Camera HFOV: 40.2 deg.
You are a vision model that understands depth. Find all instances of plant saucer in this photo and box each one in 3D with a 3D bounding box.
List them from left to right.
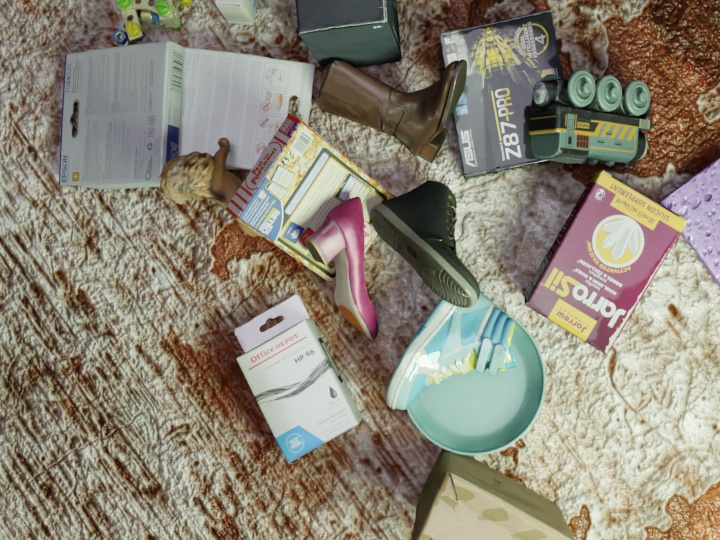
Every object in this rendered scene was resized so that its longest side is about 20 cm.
[{"bbox_3d":[0.153,0.149,1.342,0.195,0.036,0.205,-2,79,8],"label":"plant saucer"}]

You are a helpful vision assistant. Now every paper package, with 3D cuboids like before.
[{"bbox_3d":[0.168,0.325,1.262,0.188,0.200,0.105,27,91,6],"label":"paper package"}]

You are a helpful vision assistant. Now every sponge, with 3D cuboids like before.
[{"bbox_3d":[0.506,-0.044,1.326,0.111,0.030,0.202,-35,85,5],"label":"sponge"}]

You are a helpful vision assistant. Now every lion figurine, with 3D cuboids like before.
[{"bbox_3d":[-0.173,-0.100,1.330,0.198,0.123,0.073,32,127,-12],"label":"lion figurine"}]

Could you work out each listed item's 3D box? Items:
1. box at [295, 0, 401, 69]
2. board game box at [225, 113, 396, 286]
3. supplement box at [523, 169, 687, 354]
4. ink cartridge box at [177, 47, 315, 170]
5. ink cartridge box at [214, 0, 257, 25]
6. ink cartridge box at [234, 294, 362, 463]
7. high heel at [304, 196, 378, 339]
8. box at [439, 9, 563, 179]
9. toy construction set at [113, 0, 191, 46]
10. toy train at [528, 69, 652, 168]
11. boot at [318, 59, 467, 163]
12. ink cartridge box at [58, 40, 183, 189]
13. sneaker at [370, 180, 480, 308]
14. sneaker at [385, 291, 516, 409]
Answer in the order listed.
[{"bbox_3d":[-0.018,-0.393,1.312,0.121,0.200,0.201,-7,86,7],"label":"box"},{"bbox_3d":[-0.060,-0.088,1.322,0.199,0.046,0.153,36,90,-35],"label":"board game box"},{"bbox_3d":[0.318,-0.014,1.297,0.129,0.103,0.203,29,99,6],"label":"supplement box"},{"bbox_3d":[-0.168,-0.224,1.402,0.195,0.047,0.164,7,89,3],"label":"ink cartridge box"},{"bbox_3d":[-0.169,-0.461,1.343,0.044,0.176,0.205,7,89,6],"label":"ink cartridge box"},{"bbox_3d":[-0.093,0.146,1.363,0.115,0.068,0.203,-29,85,4],"label":"ink cartridge box"},{"bbox_3d":[0.000,0.000,1.334,0.096,0.067,0.202,-41,121,-18],"label":"high heel"},{"bbox_3d":[0.202,-0.241,1.357,0.158,0.049,0.205,-10,88,7],"label":"box"},{"bbox_3d":[-0.305,-0.428,1.405,0.128,0.092,0.205,-8,97,6],"label":"toy construction set"},{"bbox_3d":[0.305,-0.197,1.295,0.197,0.085,0.117,2,94,-32],"label":"toy train"},{"bbox_3d":[0.034,-0.248,1.323,0.198,0.188,0.065,29,51,7],"label":"boot"},{"bbox_3d":[-0.344,-0.218,1.408,0.196,0.043,0.201,1,88,30],"label":"ink cartridge box"},{"bbox_3d":[0.111,-0.045,1.295,0.105,0.075,0.200,-33,59,-19],"label":"sneaker"},{"bbox_3d":[0.129,0.122,1.293,0.130,0.080,0.202,34,86,14],"label":"sneaker"}]
